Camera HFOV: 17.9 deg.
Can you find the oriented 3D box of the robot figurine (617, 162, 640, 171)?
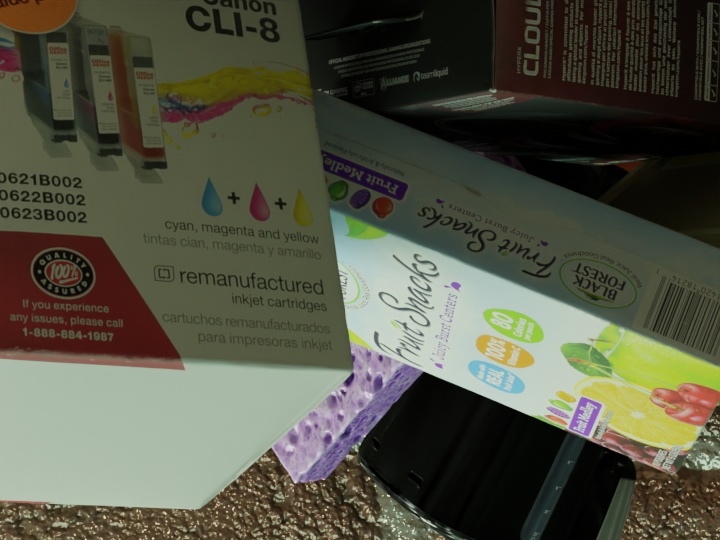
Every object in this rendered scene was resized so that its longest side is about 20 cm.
[{"bbox_3d":[0.095,-0.010,1.277,0.199,0.117,0.144,-29,164,-37],"label":"robot figurine"}]

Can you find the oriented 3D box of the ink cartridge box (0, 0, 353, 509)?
[{"bbox_3d":[-0.106,-0.029,0.865,0.144,0.201,0.145,4,152,-27],"label":"ink cartridge box"}]

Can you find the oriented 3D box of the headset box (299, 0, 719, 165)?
[{"bbox_3d":[0.071,-0.093,0.951,0.199,0.076,0.148,5,175,-36],"label":"headset box"}]

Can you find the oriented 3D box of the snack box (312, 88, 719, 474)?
[{"bbox_3d":[0.059,0.008,0.952,0.199,0.053,0.142,23,159,6],"label":"snack box"}]

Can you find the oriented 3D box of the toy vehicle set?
[{"bbox_3d":[0.185,-0.054,1.005,0.200,0.027,0.124,-38,-161,-30],"label":"toy vehicle set"}]

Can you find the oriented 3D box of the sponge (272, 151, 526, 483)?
[{"bbox_3d":[0.000,0.000,1.093,0.030,0.112,0.200,-6,144,-50],"label":"sponge"}]

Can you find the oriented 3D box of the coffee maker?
[{"bbox_3d":[0.081,0.034,1.147,0.191,0.201,0.135,26,-176,-5],"label":"coffee maker"}]
